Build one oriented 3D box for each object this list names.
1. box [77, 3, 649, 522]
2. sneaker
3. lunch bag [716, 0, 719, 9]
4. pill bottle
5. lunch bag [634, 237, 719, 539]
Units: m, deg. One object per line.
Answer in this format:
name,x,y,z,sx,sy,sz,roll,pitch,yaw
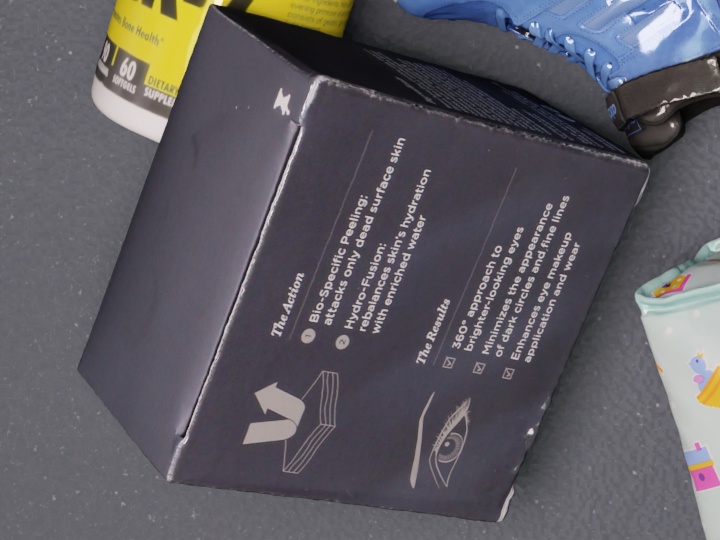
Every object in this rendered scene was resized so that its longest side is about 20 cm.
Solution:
box,0.000,0.000,1.006,0.117,0.199,0.197,41,113,51
sneaker,0.114,-0.109,1.028,0.199,0.077,0.112,-3,90,8
lunch bag,0.250,-0.102,0.907,0.082,0.200,0.161,-32,106,-25
pill bottle,-0.053,-0.161,1.042,0.114,0.114,0.201,21,104,9
lunch bag,0.253,0.055,0.991,0.199,0.122,0.171,-14,96,32
